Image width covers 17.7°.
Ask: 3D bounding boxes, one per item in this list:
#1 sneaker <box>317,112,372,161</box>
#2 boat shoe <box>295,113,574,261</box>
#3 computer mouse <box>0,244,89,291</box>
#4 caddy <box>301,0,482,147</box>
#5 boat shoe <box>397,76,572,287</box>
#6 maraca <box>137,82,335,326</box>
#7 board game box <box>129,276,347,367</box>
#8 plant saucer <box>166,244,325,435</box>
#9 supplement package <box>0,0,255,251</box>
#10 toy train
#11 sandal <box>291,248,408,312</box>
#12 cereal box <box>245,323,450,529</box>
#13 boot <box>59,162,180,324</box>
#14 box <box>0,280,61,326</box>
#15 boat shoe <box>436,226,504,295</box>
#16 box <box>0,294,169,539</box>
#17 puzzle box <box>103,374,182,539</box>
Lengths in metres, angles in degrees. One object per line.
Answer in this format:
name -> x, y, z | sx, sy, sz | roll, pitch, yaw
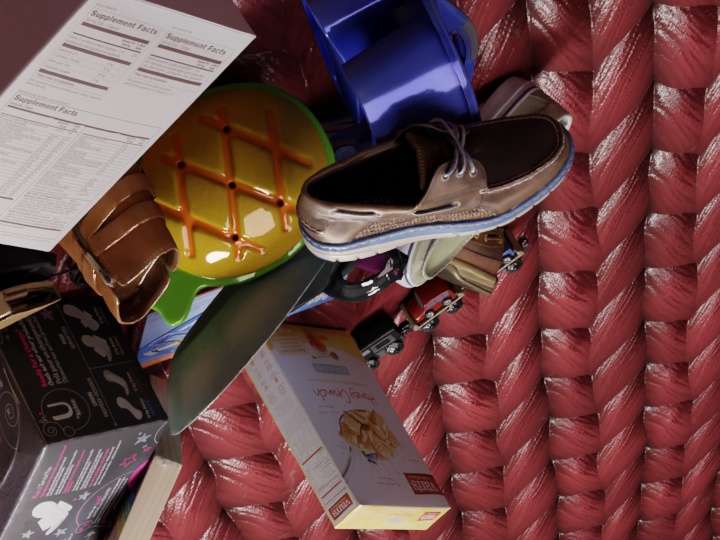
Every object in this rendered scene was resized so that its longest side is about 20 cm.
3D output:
sneaker -> -0.013, -0.075, 1.761 | 0.199, 0.082, 0.074 | -24, 122, -5
boat shoe -> 0.052, -0.063, 1.584 | 0.199, 0.073, 0.072 | -22, 153, -3
computer mouse -> -0.232, -0.008, 1.731 | 0.059, 0.034, 0.200 | -32, 165, 32
caddy -> 0.036, -0.148, 1.654 | 0.105, 0.142, 0.200 | -26, 155, -2
boat shoe -> 0.095, -0.067, 1.876 | 0.200, 0.062, 0.072 | -56, 151, -6
maraca -> -0.111, -0.049, 1.675 | 0.200, 0.137, 0.107 | -38, -179, -1
board game box -> -0.097, 0.022, 1.931 | 0.199, 0.020, 0.103 | -20, 155, -23
plant saucer -> -0.092, 0.035, 1.745 | 0.201, 0.039, 0.201 | -49, -173, 8
supplement package -> -0.203, -0.138, 1.381 | 0.200, 0.152, 0.150 | -44, 153, 22
toy train -> 0.068, 0.025, 2.125 | 0.200, 0.034, 0.046 | -35, 142, 7
sandal -> 0.001, 0.000, 1.773 | 0.075, 0.048, 0.200 | -32, 177, -30
cereal box -> -0.016, 0.136, 2.028 | 0.040, 0.200, 0.144 | -43, 153, 23
boot -> -0.166, -0.072, 1.538 | 0.073, 0.155, 0.200 | -20, 152, -23
box -> -0.319, 0.061, 1.650 | 0.199, 0.021, 0.163 | -26, -179, 5
boat shoe -> 0.060, -0.040, 1.972 | 0.200, 0.072, 0.068 | 29, 84, -53
box -> -0.255, 0.134, 1.830 | 0.114, 0.132, 0.200 | -10, 147, -36
puzzle box -> -0.186, 0.179, 1.914 | 0.025, 0.200, 0.134 | 21, 102, -12
